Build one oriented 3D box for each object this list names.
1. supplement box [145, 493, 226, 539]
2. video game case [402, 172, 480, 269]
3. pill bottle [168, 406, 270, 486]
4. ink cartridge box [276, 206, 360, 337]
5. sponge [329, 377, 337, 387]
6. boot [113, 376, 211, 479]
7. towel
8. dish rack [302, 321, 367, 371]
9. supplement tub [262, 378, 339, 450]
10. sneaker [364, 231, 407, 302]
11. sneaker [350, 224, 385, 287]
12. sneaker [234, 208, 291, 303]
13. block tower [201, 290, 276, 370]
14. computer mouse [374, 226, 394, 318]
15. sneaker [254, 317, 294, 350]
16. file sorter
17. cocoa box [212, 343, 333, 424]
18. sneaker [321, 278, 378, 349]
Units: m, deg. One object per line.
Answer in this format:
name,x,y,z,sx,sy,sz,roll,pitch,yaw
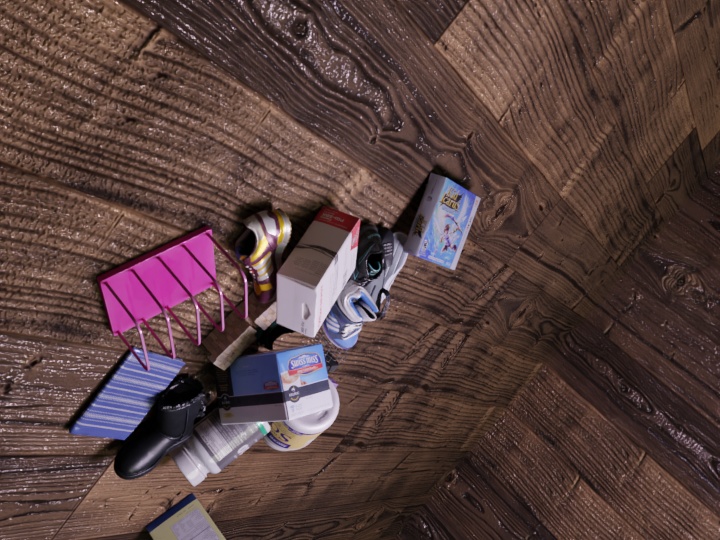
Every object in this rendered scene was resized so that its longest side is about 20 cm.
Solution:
supplement box,-0.389,0.685,1.856,0.134,0.200,0.200,-34,149,-22
video game case,0.186,-0.105,1.727,0.200,0.045,0.182,16,94,-58
pill bottle,-0.303,0.360,1.652,0.200,0.113,0.113,-37,150,-16
ink cartridge box,-0.080,0.001,1.445,0.147,0.083,0.200,98,17,-47
sponge,-0.151,0.344,1.919,0.200,0.030,0.112,-51,151,7
boot,-0.385,0.302,1.497,0.198,0.073,0.163,-31,155,-45
towel,-0.429,0.229,1.419,0.200,0.024,0.145,-51,149,5
dish rack,-0.068,0.154,1.769,0.153,0.055,0.200,2,124,-56
supplement tub,-0.145,0.320,1.736,0.145,0.145,0.200,-25,165,-34
sneaker,0.048,0.000,1.727,0.200,0.073,0.071,-61,180,14
sneaker,0.000,0.000,1.629,0.075,0.079,0.200,-11,137,-32
sneaker,-0.187,-0.021,1.379,0.090,0.075,0.200,-13,131,-33
block tower,-0.218,0.100,1.496,0.200,0.058,0.054,-46,151,-5
computer mouse,0.041,0.006,1.655,0.034,0.059,0.200,-1,97,-31
sneaker,-0.135,0.079,1.551,0.200,0.080,0.071,-44,150,-5
file sorter,-0.297,0.050,1.255,0.200,0.125,0.139,-29,148,-28
cocoa box,-0.177,0.226,1.535,0.200,0.131,0.133,-13,176,40
sneaker,-0.018,0.103,1.610,0.081,0.146,0.200,-32,124,-26
